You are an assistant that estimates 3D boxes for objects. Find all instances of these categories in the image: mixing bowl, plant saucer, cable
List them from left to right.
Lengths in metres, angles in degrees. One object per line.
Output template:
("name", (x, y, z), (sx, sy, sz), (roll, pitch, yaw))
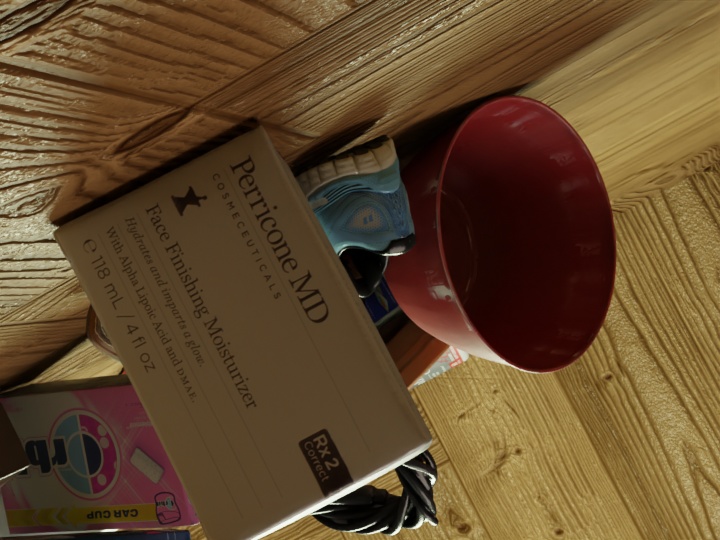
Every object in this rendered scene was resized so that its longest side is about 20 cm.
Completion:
("cable", (-0.026, 0.139, 1.392), (0.051, 0.200, 0.163), (-46, 173, -46))
("plant saucer", (0.029, 0.066, 1.478), (0.200, 0.037, 0.200), (-46, -178, 3))
("mixing bowl", (0.086, -0.021, 1.340), (0.108, 0.200, 0.200), (-8, -170, 45))

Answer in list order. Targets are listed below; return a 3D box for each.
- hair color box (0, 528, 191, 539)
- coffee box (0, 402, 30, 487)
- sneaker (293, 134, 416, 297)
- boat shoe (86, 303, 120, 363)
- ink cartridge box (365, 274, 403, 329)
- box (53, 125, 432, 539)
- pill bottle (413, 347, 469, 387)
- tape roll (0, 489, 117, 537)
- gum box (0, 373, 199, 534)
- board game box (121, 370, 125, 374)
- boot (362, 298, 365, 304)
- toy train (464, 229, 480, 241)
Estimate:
("hair color box", (-0.243, 0.239, 1.441), (0.200, 0.061, 0.100), (1, 172, -31))
("coffee box", (-0.342, 0.157, 1.359), (0.114, 0.080, 0.200), (-24, 174, -35))
("sneaker", (-0.029, -0.016, 1.217), (0.078, 0.090, 0.200), (-24, 177, -31))
("boat shoe", (-0.086, 0.039, 1.253), (0.200, 0.076, 0.072), (5, 173, -21))
("ink cartridge box", (0.000, 0.000, 1.481), (0.037, 0.095, 0.200), (-28, 175, -27))
("box", (-0.060, 0.043, 1.055), (0.131, 0.199, 0.200), (-28, 174, 0))
("pill bottle", (0.062, 0.134, 2.902), (0.200, 0.116, 0.116), (-28, 174, 3))
("tape roll", (-0.320, 0.206, 1.618), (0.203, 0.139, 0.203), (-27, 175, -2))
("gum box", (-0.196, 0.143, 1.452), (0.200, 0.114, 0.066), (-8, -175, 32))
("board game box", (-0.151, 0.087, 1.843), (0.200, 0.040, 0.153), (-26, 174, -20))
("boot", (-0.079, 0.007, 1.382), (0.200, 0.070, 0.132), (-16, 155, -17))
("toy train", (0.057, -0.038, 1.511), (0.114, 0.087, 0.200), (-15, 172, -23))
